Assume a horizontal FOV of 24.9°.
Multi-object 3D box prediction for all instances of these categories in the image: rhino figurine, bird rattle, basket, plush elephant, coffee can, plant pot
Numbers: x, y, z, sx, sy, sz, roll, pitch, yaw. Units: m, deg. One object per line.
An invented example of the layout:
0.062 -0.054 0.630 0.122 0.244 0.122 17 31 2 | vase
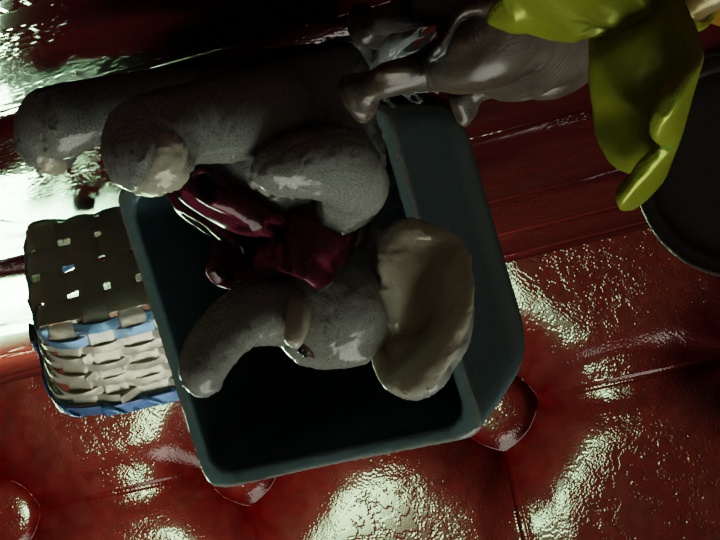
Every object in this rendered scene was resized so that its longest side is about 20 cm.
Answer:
0.073 -0.101 0.700 0.087 0.060 0.199 -20 175 32 | rhino figurine
0.142 -0.124 0.574 0.199 0.113 0.163 -33 -171 13 | bird rattle
-0.151 0.036 1.167 0.175 0.140 0.201 -12 145 -4 | basket
-0.037 -0.016 0.715 0.199 0.156 0.164 -17 -165 -32 | plush elephant
0.298 -0.077 1.123 0.146 0.148 0.199 -16 176 38 | coffee can
0.000 0.000 1.043 0.195 0.197 0.200 -15 -174 27 | plant pot
